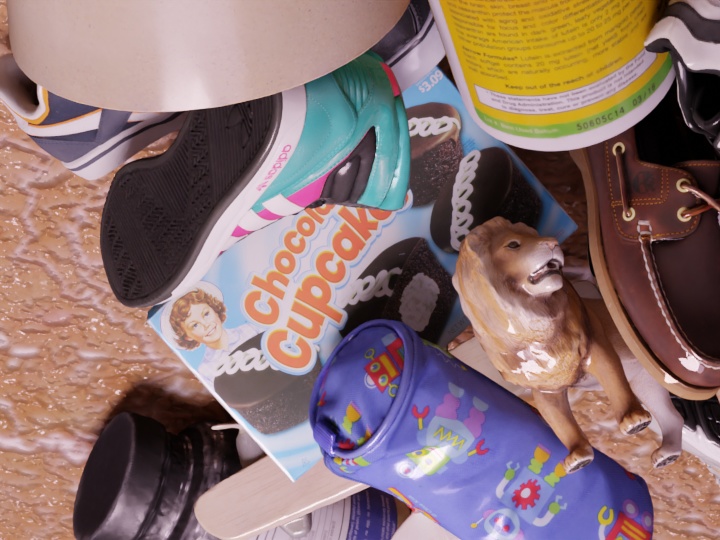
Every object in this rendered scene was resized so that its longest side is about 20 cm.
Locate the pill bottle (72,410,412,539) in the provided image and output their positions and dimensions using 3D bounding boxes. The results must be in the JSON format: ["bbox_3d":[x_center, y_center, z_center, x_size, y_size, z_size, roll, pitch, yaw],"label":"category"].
[{"bbox_3d":[-0.069,0.158,1.434,0.200,0.112,0.112,22,133,-22],"label":"pill bottle"}]

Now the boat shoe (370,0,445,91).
[{"bbox_3d":[-0.045,-0.090,1.189,0.199,0.074,0.068,-32,132,29],"label":"boat shoe"}]

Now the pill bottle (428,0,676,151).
[{"bbox_3d":[0.078,-0.161,1.084,0.111,0.111,0.200,-10,137,12],"label":"pill bottle"}]

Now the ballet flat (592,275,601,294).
[{"bbox_3d":[0.222,0.022,1.315,0.199,0.068,0.062,5,148,-8],"label":"ballet flat"}]

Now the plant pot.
[{"bbox_3d":[-0.081,-0.203,1.012,0.187,0.187,0.200,-5,124,6],"label":"plant pot"}]

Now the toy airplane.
[{"bbox_3d":[0.022,0.075,1.316,0.199,0.141,0.200,14,98,1],"label":"toy airplane"}]

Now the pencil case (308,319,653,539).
[{"bbox_3d":[0.063,0.104,1.197,0.200,0.078,0.087,34,89,-29],"label":"pencil case"}]

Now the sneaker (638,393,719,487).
[{"bbox_3d":[0.234,0.116,1.417,0.200,0.076,0.092,23,137,-22],"label":"sneaker"}]

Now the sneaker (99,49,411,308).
[{"bbox_3d":[-0.040,-0.048,1.132,0.121,0.084,0.200,-6,158,-35],"label":"sneaker"}]

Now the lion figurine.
[{"bbox_3d":[0.127,0.037,1.205,0.072,0.123,0.200,-38,155,25],"label":"lion figurine"}]

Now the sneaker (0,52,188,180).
[{"bbox_3d":[-0.108,-0.113,1.153,0.079,0.079,0.200,35,135,-26],"label":"sneaker"}]

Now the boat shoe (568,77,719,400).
[{"bbox_3d":[0.150,-0.037,1.155,0.070,0.200,0.070,2,149,-35],"label":"boat shoe"}]

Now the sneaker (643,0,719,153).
[{"bbox_3d":[0.195,-0.077,1.136,0.080,0.074,0.200,-48,129,-13],"label":"sneaker"}]

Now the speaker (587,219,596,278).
[{"bbox_3d":[0.224,-0.024,1.255,0.199,0.081,0.081,6,137,-6],"label":"speaker"}]

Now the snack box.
[{"bbox_3d":[0.000,0.000,1.215,0.200,0.037,0.116,-42,98,0],"label":"snack box"}]
